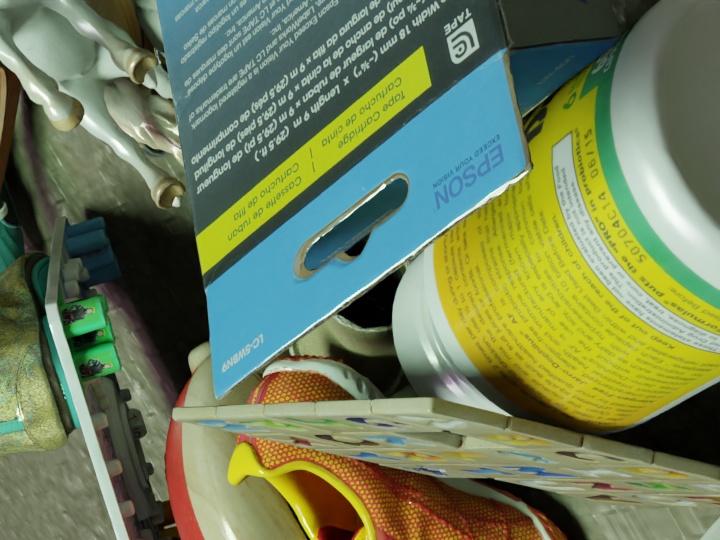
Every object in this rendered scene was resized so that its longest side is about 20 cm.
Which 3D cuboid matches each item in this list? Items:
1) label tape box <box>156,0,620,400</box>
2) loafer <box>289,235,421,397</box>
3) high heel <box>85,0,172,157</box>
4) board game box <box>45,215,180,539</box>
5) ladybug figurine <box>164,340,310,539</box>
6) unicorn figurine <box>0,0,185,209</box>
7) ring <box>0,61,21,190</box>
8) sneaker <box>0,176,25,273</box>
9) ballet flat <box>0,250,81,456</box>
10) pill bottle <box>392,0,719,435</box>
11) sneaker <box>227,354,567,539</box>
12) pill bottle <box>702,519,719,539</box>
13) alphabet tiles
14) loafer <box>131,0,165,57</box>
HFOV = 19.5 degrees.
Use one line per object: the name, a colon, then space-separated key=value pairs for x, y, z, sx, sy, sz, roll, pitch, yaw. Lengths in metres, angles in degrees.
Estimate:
label tape box: x=0.006 y=-0.070 z=0.673 sx=0.144 sy=0.063 sz=0.200 roll=-37 pitch=51 yaw=36
loafer: x=0.000 y=0.000 z=0.875 sx=0.076 sy=0.067 sz=0.200 roll=43 pitch=146 yaw=18
high heel: x=-0.111 y=-0.133 z=0.884 sx=0.143 sy=0.071 sz=0.200 roll=55 pitch=163 yaw=8
board game box: x=-0.109 y=0.084 z=1.012 sx=0.200 sy=0.026 sz=0.200 roll=-118 pitch=12 yaw=-75
ladybug figurine: x=-0.026 y=0.123 z=0.954 sx=0.072 sy=0.136 sz=0.200 roll=-31 pitch=88 yaw=33
unicorn figurine: x=-0.122 y=-0.102 z=0.813 sx=0.137 sy=0.074 sz=0.200 roll=45 pitch=162 yaw=28
ring: x=-0.194 y=-0.035 z=0.991 sx=0.019 sy=0.201 sz=0.201 roll=15 pitch=141 yaw=-1
sneaker: x=-0.223 y=-0.071 z=1.091 sx=0.080 sy=0.071 sz=0.200 roll=4 pitch=121 yaw=56
ballet flat: x=-0.169 y=0.039 z=1.008 sx=0.200 sy=0.071 sz=0.071 roll=-114 pitch=0 yaw=-73
pill bottle: x=0.090 y=-0.009 z=0.712 sx=0.113 sy=0.113 sz=0.200 roll=53 pitch=148 yaw=2
sneaker: x=0.022 y=0.117 z=0.909 sx=0.200 sy=0.077 sz=0.073 roll=35 pitch=152 yaw=-21
pill bottle: x=0.204 y=0.153 z=0.691 sx=0.200 sy=0.113 sz=0.113 roll=46 pitch=147 yaw=-2
alphabet tiles: x=0.054 y=0.071 z=0.794 sx=0.167 sy=0.200 sz=0.008 roll=-8 pitch=70 yaw=55
loafer: x=-0.017 y=-0.089 z=0.821 sx=0.200 sy=0.070 sz=0.070 roll=22 pitch=141 yaw=51
